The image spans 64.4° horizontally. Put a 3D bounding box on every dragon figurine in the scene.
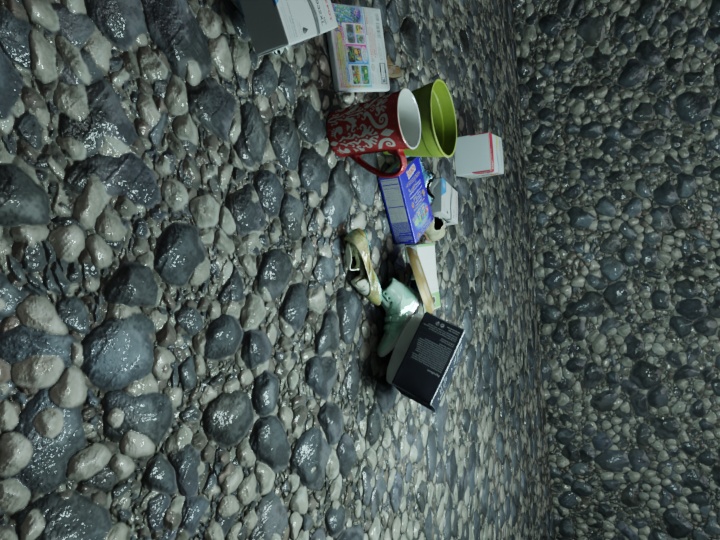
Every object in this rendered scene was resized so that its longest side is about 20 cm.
[{"bbox_3d":[0.141,0.076,1.644,0.100,0.057,0.204,-58,135,-46],"label":"dragon figurine"}]

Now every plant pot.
[{"bbox_3d":[0.145,-0.399,1.572,0.199,0.188,0.207,14,74,-59],"label":"plant pot"},{"bbox_3d":[0.170,0.027,1.591,0.200,0.027,0.206,-19,91,-82],"label":"plant pot"}]

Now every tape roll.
[{"bbox_3d":[0.130,0.216,1.542,0.204,0.036,0.205,-54,158,-33],"label":"tape roll"}]

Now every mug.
[{"bbox_3d":[0.027,-0.317,1.336,0.133,0.195,0.183,30,61,-56],"label":"mug"}]

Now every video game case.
[{"bbox_3d":[-0.007,-0.552,1.426,0.179,0.023,0.206,-15,101,-40],"label":"video game case"}]

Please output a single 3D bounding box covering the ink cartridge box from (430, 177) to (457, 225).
[{"bbox_3d":[0.280,-0.224,1.932,0.199,0.066,0.120,21,69,-60],"label":"ink cartridge box"}]

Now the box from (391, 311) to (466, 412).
[{"bbox_3d":[0.182,0.240,1.474,0.204,0.115,0.197,-63,162,-12],"label":"box"}]

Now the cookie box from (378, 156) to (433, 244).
[{"bbox_3d":[0.134,-0.205,1.649,0.171,0.073,0.205,-48,128,-52],"label":"cookie box"}]

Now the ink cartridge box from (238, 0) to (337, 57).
[{"bbox_3d":[-0.138,-0.508,1.080,0.200,0.082,0.148,-49,127,-51],"label":"ink cartridge box"}]

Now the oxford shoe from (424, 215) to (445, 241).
[{"bbox_3d":[0.243,-0.135,1.843,0.198,0.072,0.073,8,79,-61],"label":"oxford shoe"}]

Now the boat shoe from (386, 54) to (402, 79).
[{"bbox_3d":[0.058,-0.554,1.552,0.199,0.072,0.071,-36,124,-56],"label":"boat shoe"}]

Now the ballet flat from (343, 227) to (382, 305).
[{"bbox_3d":[0.000,0.000,1.398,0.071,0.069,0.205,-41,123,-55],"label":"ballet flat"}]

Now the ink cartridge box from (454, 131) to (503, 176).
[{"bbox_3d":[0.461,-0.442,2.214,0.199,0.142,0.150,-12,97,-61],"label":"ink cartridge box"}]

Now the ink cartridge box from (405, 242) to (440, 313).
[{"bbox_3d":[0.195,0.020,1.763,0.144,0.047,0.207,-9,95,-61],"label":"ink cartridge box"}]

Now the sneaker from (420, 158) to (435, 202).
[{"bbox_3d":[0.189,-0.300,1.749,0.078,0.088,0.206,-25,107,-59],"label":"sneaker"}]

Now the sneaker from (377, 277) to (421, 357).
[{"bbox_3d":[0.068,0.119,1.517,0.117,0.074,0.203,34,72,-12],"label":"sneaker"}]

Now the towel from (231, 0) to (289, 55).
[{"bbox_3d":[-0.182,-0.560,1.135,0.171,0.047,0.206,43,50,-53],"label":"towel"}]
